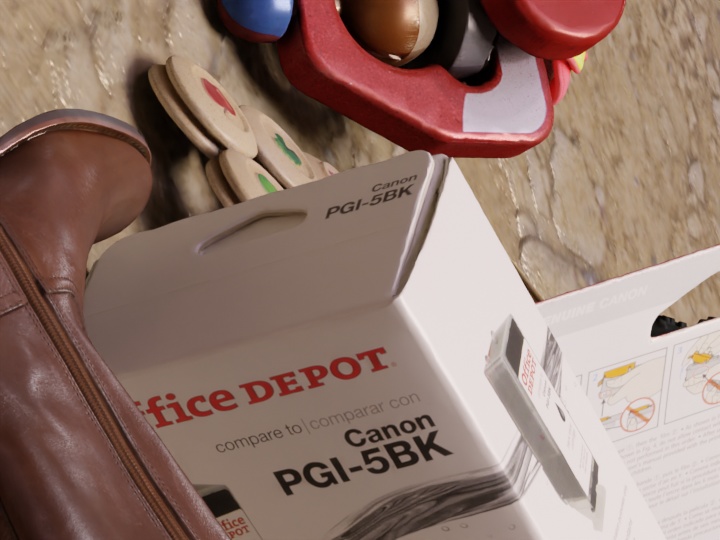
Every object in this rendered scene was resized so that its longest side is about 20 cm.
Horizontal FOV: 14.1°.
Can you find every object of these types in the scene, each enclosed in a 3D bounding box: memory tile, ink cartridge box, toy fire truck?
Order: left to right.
[{"bbox_3d":[0.000,0.000,1.133,0.200,0.017,0.153,35,20,-55],"label":"memory tile"},{"bbox_3d":[0.003,0.075,1.005,0.200,0.147,0.083,59,30,-28],"label":"ink cartridge box"},{"bbox_3d":[0.008,-0.143,1.219,0.168,0.112,0.200,0,72,-31],"label":"toy fire truck"},{"bbox_3d":[0.119,0.052,1.114,0.044,0.200,0.174,45,-36,46],"label":"ink cartridge box"}]

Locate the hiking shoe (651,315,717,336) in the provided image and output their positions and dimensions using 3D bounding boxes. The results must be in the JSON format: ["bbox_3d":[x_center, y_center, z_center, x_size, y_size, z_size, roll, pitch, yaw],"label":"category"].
[{"bbox_3d":[0.134,0.063,1.308,0.074,0.200,0.087,16,86,-25],"label":"hiking shoe"}]

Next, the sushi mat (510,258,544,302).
[{"bbox_3d":[0.094,0.043,1.262,0.200,0.012,0.096,54,-1,45],"label":"sushi mat"}]

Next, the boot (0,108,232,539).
[{"bbox_3d":[-0.071,0.049,0.873,0.200,0.064,0.186,51,30,13],"label":"boot"}]

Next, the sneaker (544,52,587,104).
[{"bbox_3d":[0.081,-0.125,1.405,0.200,0.078,0.090,-29,101,-54],"label":"sneaker"}]
